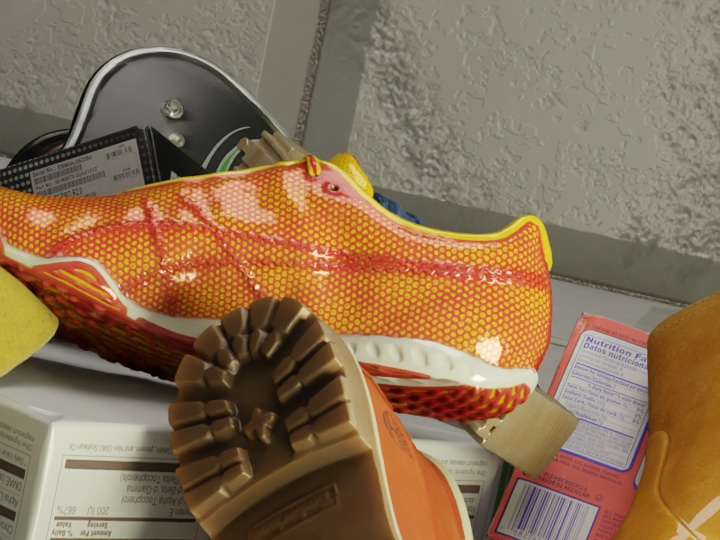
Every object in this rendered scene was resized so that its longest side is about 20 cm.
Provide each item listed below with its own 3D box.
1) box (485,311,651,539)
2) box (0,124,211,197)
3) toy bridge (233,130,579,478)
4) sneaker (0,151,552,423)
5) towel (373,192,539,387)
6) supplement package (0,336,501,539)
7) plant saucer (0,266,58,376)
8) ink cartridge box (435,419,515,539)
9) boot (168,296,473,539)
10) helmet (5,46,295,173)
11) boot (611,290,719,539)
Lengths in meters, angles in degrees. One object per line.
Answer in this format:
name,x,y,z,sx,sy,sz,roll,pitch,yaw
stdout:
box,0.149,0.107,0.893,0.199,0.103,0.095,19,-31,10
box,-0.137,0.015,0.959,0.199,0.044,0.160,-17,-18,14
toy bridge,0.000,0.000,0.902,0.067,0.027,0.200,33,9,-41
sneaker,-0.037,-0.003,0.822,0.199,0.077,0.073,10,-18,-1
towel,0.031,0.051,1.078,0.111,0.049,0.200,-5,-54,49
supplement package,-0.082,0.088,0.860,0.200,0.111,0.155,8,7,-45
plant saucer,-0.224,0.022,0.752,0.199,0.049,0.200,7,24,27
ink cartridge box,-0.020,0.088,1.026,0.199,0.104,0.059,15,6,32
boot,0.006,0.112,0.733,0.075,0.200,0.107,-23,-41,18
helmet,-0.121,0.012,1.144,0.200,0.191,0.200,32,-29,20
boot,0.106,0.076,0.826,0.200,0.071,0.144,-17,45,3
